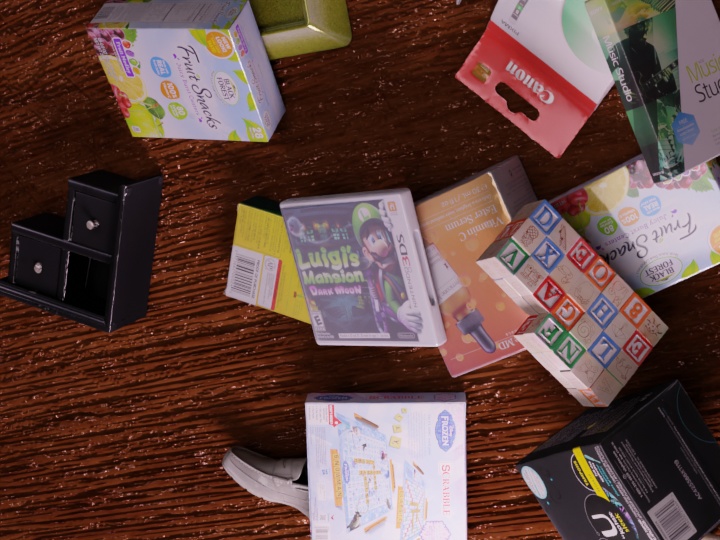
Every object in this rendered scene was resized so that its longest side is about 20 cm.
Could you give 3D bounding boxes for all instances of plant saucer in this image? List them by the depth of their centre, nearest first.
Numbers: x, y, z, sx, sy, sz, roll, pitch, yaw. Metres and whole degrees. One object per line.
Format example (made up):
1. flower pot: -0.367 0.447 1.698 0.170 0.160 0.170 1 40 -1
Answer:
1. plant saucer: -0.123 -0.351 1.622 0.198 0.048 0.202 -6 101 25

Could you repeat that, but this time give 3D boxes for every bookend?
1. bookend: -0.376 -0.048 1.790 0.197 0.092 0.202 18 109 19

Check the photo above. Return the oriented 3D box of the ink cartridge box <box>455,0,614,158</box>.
1. ink cartridge box: 0.211 -0.246 1.499 0.161 0.050 0.201 40 114 10

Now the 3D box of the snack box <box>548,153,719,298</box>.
1. snack box: 0.313 -0.049 1.500 0.199 0.053 0.143 -27 93 28

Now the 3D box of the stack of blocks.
1. stack of blocks: 0.219 0.037 1.455 0.200 0.059 0.115 45 75 -9

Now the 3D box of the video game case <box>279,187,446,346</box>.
1. video game case: 0.000 0.000 1.575 0.199 0.023 0.184 -2 108 44

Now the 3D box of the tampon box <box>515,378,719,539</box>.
1. tampon box: 0.293 0.231 1.490 0.151 0.126 0.200 57 155 2

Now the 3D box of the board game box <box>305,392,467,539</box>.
1. board game box: 0.034 0.251 1.678 0.197 0.041 0.202 0 104 5

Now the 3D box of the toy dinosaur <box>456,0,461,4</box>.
1. toy dinosaur: 0.159 -0.377 1.458 0.199 0.077 0.103 -25 91 52

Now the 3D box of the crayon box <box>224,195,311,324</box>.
1. crayon box: -0.064 -0.003 1.684 0.198 0.051 0.128 19 111 20

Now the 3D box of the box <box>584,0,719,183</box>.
1. box: 0.326 -0.209 1.406 0.036 0.143 0.202 -17 97 60

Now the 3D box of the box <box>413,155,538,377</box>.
1. box: 0.143 -0.005 1.559 0.151 0.106 0.202 -24 93 27

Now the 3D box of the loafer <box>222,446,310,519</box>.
1. loafer: -0.084 0.270 1.758 0.198 0.070 0.070 22 107 9

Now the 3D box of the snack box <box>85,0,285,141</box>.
1. snack box: -0.209 -0.242 1.638 0.198 0.068 0.170 3 136 23

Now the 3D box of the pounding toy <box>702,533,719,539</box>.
1. pounding toy: 0.473 0.288 1.459 0.198 0.184 0.144 22 99 17
